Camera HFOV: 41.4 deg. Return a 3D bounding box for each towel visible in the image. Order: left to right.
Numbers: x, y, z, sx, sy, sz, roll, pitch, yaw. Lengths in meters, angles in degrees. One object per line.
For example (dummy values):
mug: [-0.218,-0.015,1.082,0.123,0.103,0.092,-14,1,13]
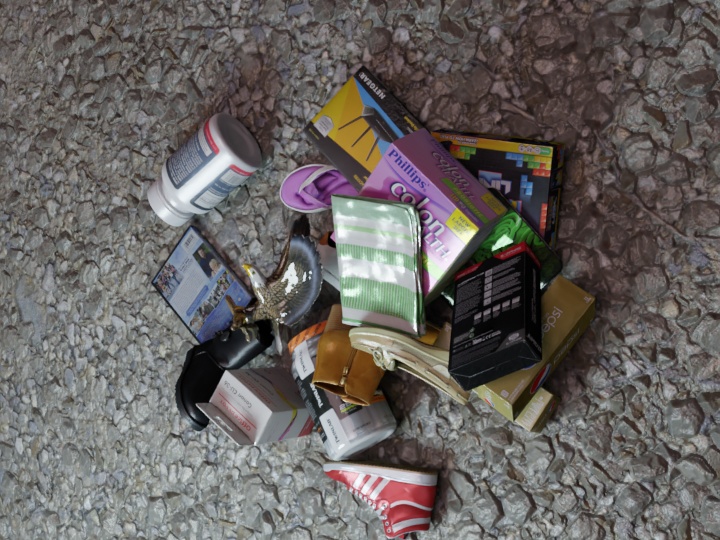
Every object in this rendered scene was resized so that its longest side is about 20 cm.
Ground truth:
towel: [0.025,-0.006,1.388,0.151,0.023,0.203,9,114,34]

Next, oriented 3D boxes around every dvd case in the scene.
dvd case: [-0.290,0.037,1.745,0.200,0.017,0.143,46,110,22]

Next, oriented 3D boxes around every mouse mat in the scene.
mouse mat: [0.190,-0.005,1.428,0.161,0.008,0.200,48,126,10]

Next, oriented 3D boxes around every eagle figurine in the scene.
eagle figurine: [-0.129,0.022,1.531,0.199,0.151,0.152,-39,67,4]

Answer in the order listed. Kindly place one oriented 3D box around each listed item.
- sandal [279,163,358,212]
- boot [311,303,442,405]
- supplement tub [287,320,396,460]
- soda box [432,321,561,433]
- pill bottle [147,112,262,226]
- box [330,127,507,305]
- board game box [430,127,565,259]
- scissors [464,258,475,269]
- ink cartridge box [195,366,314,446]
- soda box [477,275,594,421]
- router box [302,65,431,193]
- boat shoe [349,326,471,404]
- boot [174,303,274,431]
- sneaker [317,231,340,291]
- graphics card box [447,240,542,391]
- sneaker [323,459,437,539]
sandal: [-0.056,-0.140,1.597,0.200,0.050,0.084,2,89,28]
boot: [0.030,0.139,1.467,0.198,0.071,0.146,11,65,-1]
supplement tub: [-0.034,0.189,1.530,0.122,0.122,0.202,-35,72,24]
soda box: [0.198,0.160,1.423,0.199,0.068,0.065,35,94,27]
pill bottle: [-0.281,-0.173,1.691,0.199,0.119,0.121,-36,71,23]
box: [0.082,-0.068,1.398,0.176,0.096,0.201,46,128,12]
board game box: [0.197,-0.118,1.425,0.197,0.056,0.168,11,108,30]
scissors: [0.182,0.006,1.427,0.073,0.014,0.202,-24,92,40]
ink cartridge box: [-0.162,0.219,1.557,0.116,0.199,0.068,36,105,26]
soda box: [0.248,0.108,1.342,0.064,0.068,0.200,33,73,26]
router box: [0.023,-0.208,1.539,0.149,0.051,0.200,-45,68,7]
boat shoe: [0.071,0.135,1.393,0.198,0.073,0.064,18,77,9]
boot: [-0.227,0.157,1.617,0.167,0.076,0.201,-35,28,19]
sneaker: [0.000,0.000,1.546,0.199,0.072,0.086,33,106,28]
graphics card box: [0.188,0.061,1.321,0.124,0.051,0.201,-26,31,28]
sneaker: [0.026,0.363,1.517,0.197,0.071,0.115,2,86,28]
